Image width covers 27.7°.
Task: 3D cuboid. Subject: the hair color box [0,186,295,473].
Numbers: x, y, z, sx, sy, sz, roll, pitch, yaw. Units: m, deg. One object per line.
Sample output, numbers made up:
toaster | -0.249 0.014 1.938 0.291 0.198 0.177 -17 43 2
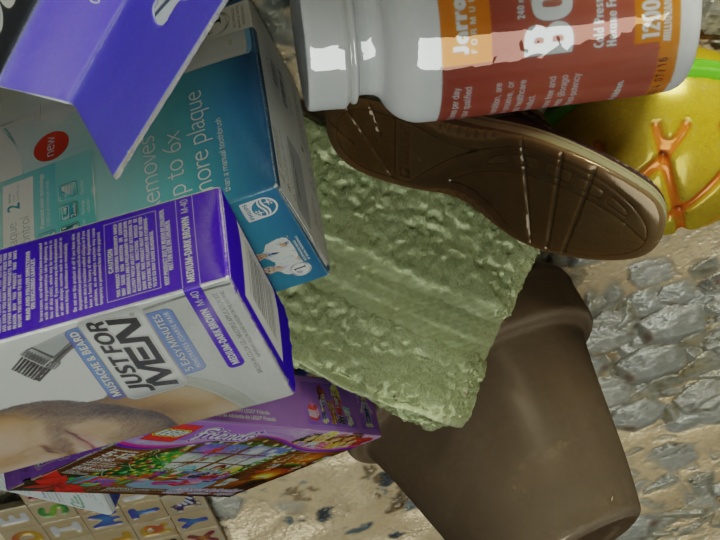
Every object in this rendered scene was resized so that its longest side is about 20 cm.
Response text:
hair color box | -0.144 0.038 0.733 0.200 0.065 0.109 -15 142 7

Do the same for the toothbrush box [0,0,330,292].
toothbrush box | -0.130 -0.044 0.802 0.200 0.147 0.085 -18 141 10

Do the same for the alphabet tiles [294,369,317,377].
alphabet tiles | -0.028 0.044 0.981 0.167 0.008 0.200 -41 149 -4

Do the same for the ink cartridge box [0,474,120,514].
ink cartridge box | -0.271 0.099 0.984 0.200 0.043 0.196 12 155 6

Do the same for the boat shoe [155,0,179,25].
boat shoe | -0.110 -0.151 0.697 0.065 0.074 0.200 19 158 -25

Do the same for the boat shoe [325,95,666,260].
boat shoe | 0.082 -0.069 0.820 0.200 0.072 0.072 19 134 20

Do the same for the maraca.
maraca | 0.199 -0.076 0.874 0.200 0.107 0.137 3 149 -15

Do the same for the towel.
towel | 0.000 0.000 0.887 0.200 0.036 0.149 23 91 -12

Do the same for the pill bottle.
pill bottle | 0.066 -0.137 0.760 0.200 0.112 0.112 -8 142 -5

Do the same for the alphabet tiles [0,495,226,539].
alphabet tiles | -0.207 0.212 1.210 0.167 0.008 0.200 -12 143 1

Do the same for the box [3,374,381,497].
box | -0.100 0.101 0.897 0.137 0.039 0.200 -26 158 30

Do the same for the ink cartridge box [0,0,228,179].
ink cartridge box | -0.114 -0.173 0.598 0.043 0.200 0.198 -7 148 -42

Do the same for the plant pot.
plant pot | 0.099 0.120 1.002 0.200 0.175 0.200 -25 159 -11
